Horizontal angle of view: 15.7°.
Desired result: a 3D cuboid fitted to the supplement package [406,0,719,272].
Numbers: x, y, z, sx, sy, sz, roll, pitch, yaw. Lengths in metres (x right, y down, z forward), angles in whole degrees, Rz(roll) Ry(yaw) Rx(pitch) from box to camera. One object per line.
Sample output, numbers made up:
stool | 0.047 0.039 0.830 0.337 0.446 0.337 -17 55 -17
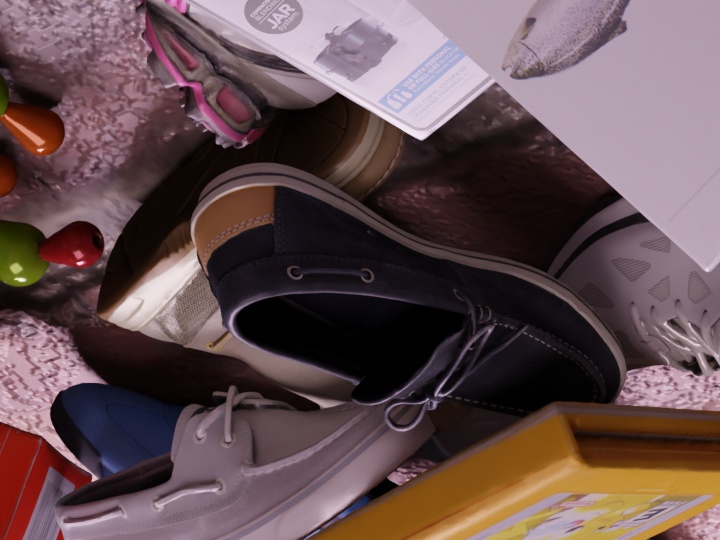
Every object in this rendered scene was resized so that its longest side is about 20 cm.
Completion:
supplement package | 0.084 -0.124 0.784 0.200 0.117 0.117 42 139 3

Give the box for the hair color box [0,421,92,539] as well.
hair color box | -0.230 0.079 1.180 0.199 0.062 0.102 18 168 11

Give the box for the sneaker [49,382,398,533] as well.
sneaker | -0.045 0.090 1.217 0.199 0.066 0.079 28 110 -10

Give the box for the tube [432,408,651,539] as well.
tube | 0.092 0.114 1.221 0.077 0.051 0.200 -1 147 28

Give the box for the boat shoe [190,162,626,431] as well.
boat shoe | 0.021 0.024 0.992 0.199 0.063 0.075 25 133 -33

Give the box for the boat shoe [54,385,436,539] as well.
boat shoe | -0.055 0.087 1.112 0.199 0.072 0.069 -28 97 43

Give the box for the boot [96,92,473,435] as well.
boot | 0.000 0.000 1.068 0.154 0.072 0.200 28 145 -21

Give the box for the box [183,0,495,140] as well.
box | -0.034 -0.143 0.850 0.199 0.117 0.060 30 140 -22

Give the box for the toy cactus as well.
toy cactus | -0.215 -0.044 1.061 0.164 0.103 0.199 -13 147 43

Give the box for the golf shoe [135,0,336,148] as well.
golf shoe | -0.064 -0.130 0.923 0.092 0.073 0.200 -30 136 17

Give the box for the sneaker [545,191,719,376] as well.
sneaker | 0.137 0.022 1.023 0.075 0.116 0.200 32 139 -26

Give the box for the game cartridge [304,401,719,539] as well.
game cartridge | 0.056 0.112 1.099 0.199 0.033 0.176 -33 157 30
